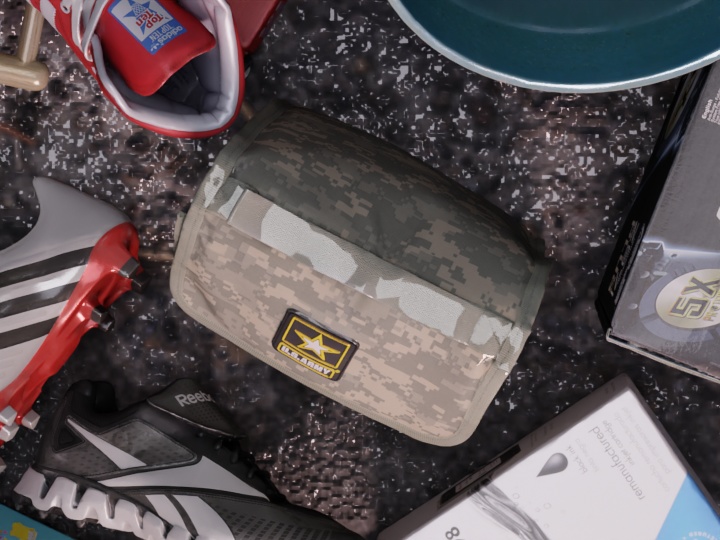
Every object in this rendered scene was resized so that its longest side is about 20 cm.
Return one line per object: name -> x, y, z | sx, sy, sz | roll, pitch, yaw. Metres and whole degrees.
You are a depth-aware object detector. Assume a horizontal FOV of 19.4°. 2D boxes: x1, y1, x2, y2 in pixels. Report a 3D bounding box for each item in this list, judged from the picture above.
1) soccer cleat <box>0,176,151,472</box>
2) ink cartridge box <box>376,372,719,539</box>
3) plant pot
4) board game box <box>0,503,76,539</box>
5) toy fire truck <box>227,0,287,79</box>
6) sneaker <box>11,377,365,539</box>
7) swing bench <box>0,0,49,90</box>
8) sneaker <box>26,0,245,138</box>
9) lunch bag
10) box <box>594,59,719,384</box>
soccer cleat -> -0.194, 0.039, 1.085 | 0.085, 0.069, 0.200 | 37, 79, 14
ink cartridge box -> 0.086, 0.157, 1.081 | 0.200, 0.067, 0.116 | -35, 92, 6
plant pot -> 0.096, -0.213, 0.914 | 0.200, 0.188, 0.200 | -2, 136, -2
board game box -> -0.225, 0.169, 1.058 | 0.200, 0.151, 0.047 | 25, 121, 6
toy fire truck -> -0.048, -0.170, 1.030 | 0.049, 0.141, 0.200 | 33, 96, 3
sneaker -> -0.082, 0.103, 1.076 | 0.200, 0.066, 0.091 | 14, 86, 24
swing bench -> -0.242, -0.206, 1.011 | 0.200, 0.130, 0.199 | 8, 97, -28
sneaker -> -0.127, -0.136, 0.943 | 0.071, 0.112, 0.200 | -47, 112, -4
lunch bag -> 0.000, 0.000, 1.011 | 0.164, 0.200, 0.118 | 28, 95, 1
box -> 0.188, -0.052, 1.010 | 0.086, 0.164, 0.200 | 21, 96, 2
